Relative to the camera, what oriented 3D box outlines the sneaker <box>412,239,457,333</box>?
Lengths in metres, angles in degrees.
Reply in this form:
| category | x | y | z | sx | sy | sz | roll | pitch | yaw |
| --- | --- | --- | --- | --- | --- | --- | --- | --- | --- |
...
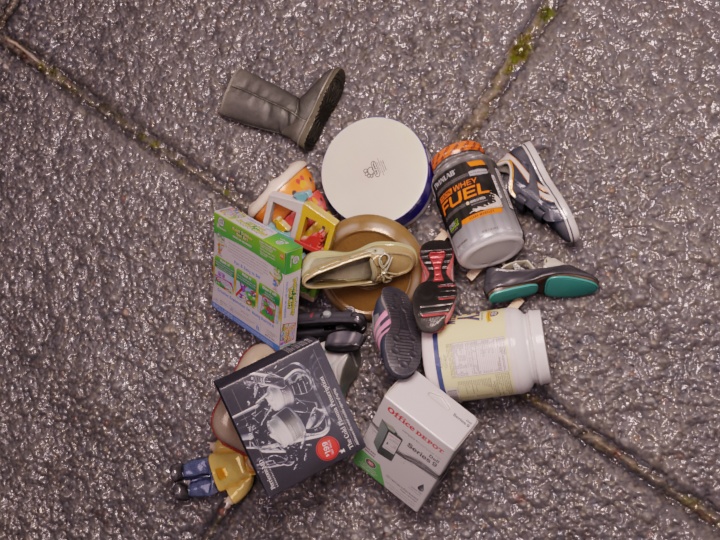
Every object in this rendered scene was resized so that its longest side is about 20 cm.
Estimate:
| category | x | y | z | sx | sy | sz | roll | pitch | yaw |
| --- | --- | --- | --- | --- | --- | --- | --- | --- | --- |
| sneaker | 0.134 | 0.041 | 1.496 | 0.073 | 0.087 | 0.201 | -1 | 44 | 13 |

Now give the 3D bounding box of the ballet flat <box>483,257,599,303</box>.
| category | x | y | z | sx | sy | sz | roll | pitch | yaw |
| --- | --- | --- | --- | --- | --- | --- | --- | --- | --- |
| ballet flat | 0.305 | 0.010 | 1.508 | 0.199 | 0.073 | 0.074 | -5 | 81 | -4 |

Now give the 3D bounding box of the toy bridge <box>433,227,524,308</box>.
| category | x | y | z | sx | sy | sz | roll | pitch | yaw |
| --- | --- | --- | --- | --- | --- | --- | --- | --- | --- |
| toy bridge | 0.213 | -0.009 | 1.560 | 0.200 | 0.027 | 0.067 | 43 | 92 | 15 |

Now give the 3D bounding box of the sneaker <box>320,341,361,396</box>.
| category | x | y | z | sx | sy | sz | roll | pitch | yaw |
| --- | --- | --- | --- | --- | --- | --- | --- | --- | --- |
| sneaker | -0.066 | 0.221 | 1.585 | 0.080 | 0.070 | 0.201 | 18 | 85 | 30 |

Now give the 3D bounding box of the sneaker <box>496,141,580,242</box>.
| category | x | y | z | sx | sy | sz | roll | pitch | yaw |
| --- | --- | --- | --- | --- | --- | --- | --- | --- | --- |
| sneaker | 0.304 | -0.123 | 1.528 | 0.079 | 0.078 | 0.201 | -27 | 67 | 4 |

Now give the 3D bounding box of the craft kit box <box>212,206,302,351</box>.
| category | x | y | z | sx | sy | sz | roll | pitch | yaw |
| --- | --- | --- | --- | --- | --- | --- | --- | --- | --- |
| craft kit box | -0.187 | 0.013 | 1.562 | 0.200 | 0.048 | 0.199 | 29 | 128 | 36 |

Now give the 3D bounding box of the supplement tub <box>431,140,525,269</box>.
| category | x | y | z | sx | sy | sz | roll | pitch | yaw |
| --- | --- | --- | --- | --- | --- | --- | --- | --- | --- |
| supplement tub | 0.196 | -0.114 | 1.519 | 0.122 | 0.123 | 0.201 | -22 | 66 | 10 |

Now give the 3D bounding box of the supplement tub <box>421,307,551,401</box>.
| category | x | y | z | sx | sy | sz | roll | pitch | yaw |
| --- | --- | --- | --- | --- | --- | --- | --- | --- | --- |
| supplement tub | 0.211 | 0.141 | 1.481 | 0.199 | 0.145 | 0.146 | -9 | 81 | 12 |

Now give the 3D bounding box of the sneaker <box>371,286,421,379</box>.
| category | x | y | z | sx | sy | sz | roll | pitch | yaw |
| --- | --- | --- | --- | --- | --- | --- | --- | --- | --- |
| sneaker | 0.056 | 0.121 | 1.486 | 0.070 | 0.201 | 0.082 | 16 | 128 | -14 |

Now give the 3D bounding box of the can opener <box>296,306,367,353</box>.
| category | x | y | z | sx | sy | sz | roll | pitch | yaw |
| --- | --- | --- | --- | --- | --- | --- | --- | --- | --- |
| can opener | -0.076 | 0.098 | 1.581 | 0.199 | 0.079 | 0.064 | 4 | 125 | 30 |

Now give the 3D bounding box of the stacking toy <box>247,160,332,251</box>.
| category | x | y | z | sx | sy | sz | roll | pitch | yaw |
| --- | --- | --- | --- | --- | --- | --- | --- | --- | --- |
| stacking toy | -0.093 | -0.086 | 1.611 | 0.146 | 0.146 | 0.200 | -45 | 94 | 5 |

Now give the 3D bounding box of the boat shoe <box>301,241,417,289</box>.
| category | x | y | z | sx | sy | sz | roll | pitch | yaw |
| --- | --- | --- | --- | --- | --- | --- | --- | --- | --- |
| boat shoe | -0.001 | -0.002 | 1.501 | 0.199 | 0.063 | 0.074 | -3 | 124 | -2 |

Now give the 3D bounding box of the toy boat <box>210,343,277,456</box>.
| category | x | y | z | sx | sy | sz | roll | pitch | yaw |
| --- | --- | --- | --- | --- | --- | --- | --- | --- | --- |
| toy boat | -0.189 | 0.228 | 1.581 | 0.130 | 0.131 | 0.201 | 32 | 73 | -18 |

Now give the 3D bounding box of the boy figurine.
| category | x | y | z | sx | sy | sz | roll | pitch | yaw |
| --- | --- | --- | --- | --- | --- | --- | --- | --- | --- |
| boy figurine | -0.240 | 0.367 | 1.604 | 0.199 | 0.064 | 0.125 | -16 | 76 | 13 |

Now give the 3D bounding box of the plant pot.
| category | x | y | z | sx | sy | sz | roll | pitch | yaw |
| --- | --- | --- | --- | --- | --- | --- | --- | --- | --- |
| plant pot | 0.015 | 0.001 | 1.564 | 0.199 | 0.028 | 0.201 | 3 | 110 | 9 |

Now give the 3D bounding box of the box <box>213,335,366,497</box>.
| category | x | y | z | sx | sy | sz | roll | pitch | yaw |
| --- | --- | --- | --- | --- | --- | --- | --- | --- | --- |
| box | -0.118 | 0.238 | 1.468 | 0.181 | 0.104 | 0.201 | -26 | 96 | -12 |

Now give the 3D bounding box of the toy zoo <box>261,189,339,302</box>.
| category | x | y | z | sx | sy | sz | roll | pitch | yaw |
| --- | --- | --- | --- | --- | --- | --- | --- | --- | --- |
| toy zoo | -0.113 | -0.053 | 1.542 | 0.131 | 0.020 | 0.201 | 25 | 125 | 10 |

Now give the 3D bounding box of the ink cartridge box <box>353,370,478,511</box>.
| category | x | y | z | sx | sy | sz | roll | pitch | yaw |
| --- | --- | --- | --- | --- | --- | --- | --- | --- | --- |
| ink cartridge box | 0.087 | 0.283 | 1.467 | 0.146 | 0.084 | 0.201 | 36 | 136 | 15 |

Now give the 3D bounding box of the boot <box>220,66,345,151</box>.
| category | x | y | z | sx | sy | sz | roll | pitch | yaw |
| --- | --- | --- | --- | --- | --- | --- | --- | --- | --- |
| boot | -0.148 | -0.336 | 1.674 | 0.199 | 0.073 | 0.182 | 30 | 89 | 22 |

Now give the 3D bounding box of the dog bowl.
| category | x | y | z | sx | sy | sz | roll | pitch | yaw |
| --- | --- | --- | --- | --- | --- | --- | --- | --- | --- |
| dog bowl | 0.032 | -0.172 | 1.598 | 0.199 | 0.079 | 0.201 | -2 | 82 | 13 |
